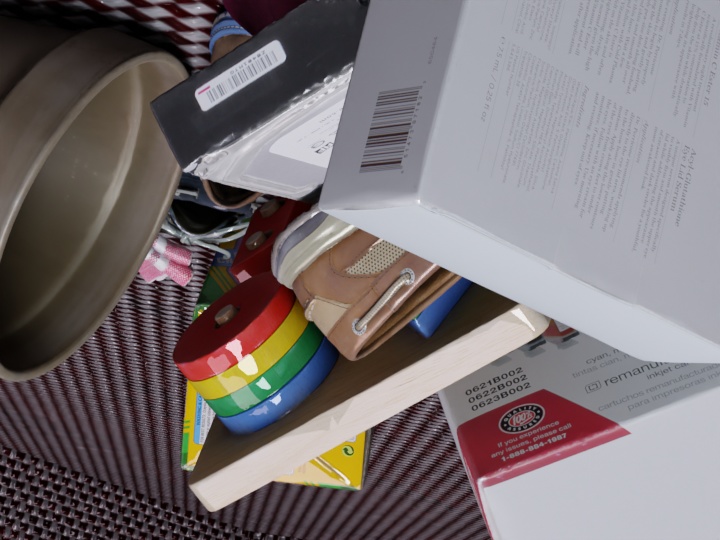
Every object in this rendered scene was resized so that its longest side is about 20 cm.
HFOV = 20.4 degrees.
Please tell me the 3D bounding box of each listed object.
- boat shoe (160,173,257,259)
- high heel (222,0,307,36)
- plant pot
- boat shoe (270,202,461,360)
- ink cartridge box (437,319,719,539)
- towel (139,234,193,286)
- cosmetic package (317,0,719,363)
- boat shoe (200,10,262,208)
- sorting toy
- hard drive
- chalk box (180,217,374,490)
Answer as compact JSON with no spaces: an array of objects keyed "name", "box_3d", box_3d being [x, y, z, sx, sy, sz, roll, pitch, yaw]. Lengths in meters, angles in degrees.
[{"name":"boat shoe","box_3d":[-0.100,-0.047,1.274,0.075,0.062,0.200,14,168,-18]},{"name":"high heel","box_3d":[0.000,-0.098,0.876,0.067,0.096,0.200,-21,150,14]},{"name":"plant pot","box_3d":[-0.215,-0.065,1.107,0.173,0.200,0.200,27,171,16]},{"name":"boat shoe","box_3d":[0.058,-0.030,0.860,0.200,0.072,0.076,-33,167,17]},{"name":"ink cartridge box","box_3d":[0.121,0.075,1.040,0.145,0.200,0.145,-21,123,1]},{"name":"towel","box_3d":[-0.205,-0.045,1.321,0.200,0.030,0.146,29,175,-11]},{"name":"cosmetic package","box_3d":[0.078,-0.088,0.626,0.150,0.201,0.052,24,164,-36]},{"name":"boat shoe","box_3d":[-0.053,-0.079,1.072,0.072,0.073,0.200,14,167,-1]},{"name":"sorting toy","box_3d":[0.000,0.000,1.001,0.200,0.199,0.070,-30,110,23]},{"name":"hard drive","box_3d":[0.015,-0.078,0.834,0.139,0.038,0.200,-30,169,15]},{"name":"chalk box","box_3d":[-0.043,0.042,1.359,0.123,0.125,0.200,6,-157,2]}]
